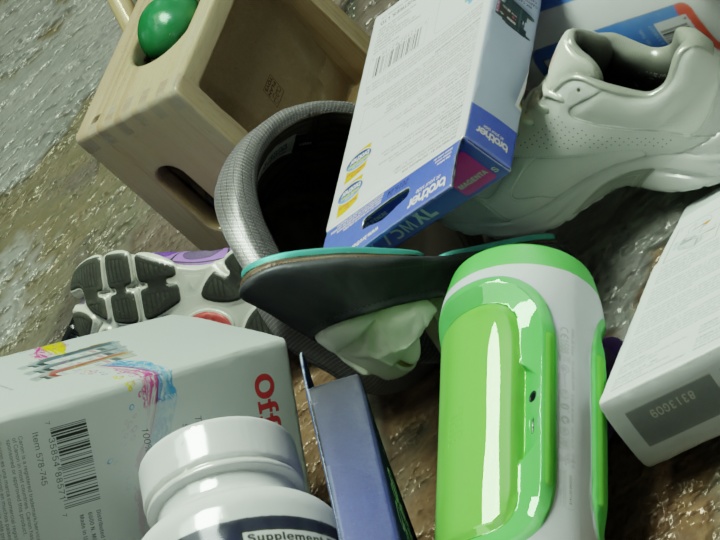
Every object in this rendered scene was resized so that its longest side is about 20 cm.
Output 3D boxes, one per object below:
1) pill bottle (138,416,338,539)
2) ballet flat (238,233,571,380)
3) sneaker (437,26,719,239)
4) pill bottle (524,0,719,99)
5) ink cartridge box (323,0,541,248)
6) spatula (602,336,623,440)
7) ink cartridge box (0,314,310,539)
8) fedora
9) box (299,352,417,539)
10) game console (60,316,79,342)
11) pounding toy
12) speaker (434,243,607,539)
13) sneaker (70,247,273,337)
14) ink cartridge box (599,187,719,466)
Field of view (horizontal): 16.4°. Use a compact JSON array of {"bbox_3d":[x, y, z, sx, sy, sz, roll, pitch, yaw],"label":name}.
[{"bbox_3d":[-0.051,0.175,1.212,0.111,0.111,0.200,-34,51,25],"label":"pill bottle"},{"bbox_3d":[0.033,0.020,1.301,0.073,0.200,0.073,10,102,57],"label":"ballet flat"},{"bbox_3d":[0.114,-0.084,1.348,0.200,0.099,0.078,-17,31,23],"label":"sneaker"},{"bbox_3d":[0.145,-0.154,1.418,0.200,0.112,0.112,-14,43,47],"label":"pill bottle"},{"bbox_3d":[0.040,-0.087,1.352,0.119,0.042,0.200,-34,31,42],"label":"ink cartridge box"},{"bbox_3d":[0.072,0.115,1.272,0.200,0.021,0.057,-46,31,5],"label":"spatula"},{"bbox_3d":[-0.144,0.119,1.357,0.200,0.146,0.145,-14,12,-28],"label":"ink cartridge box"},{"bbox_3d":[0.000,0.000,1.414,0.177,0.200,0.090,-21,-29,-34],"label":"fedora"},{"bbox_3d":[0.011,0.138,1.197,0.032,0.121,0.200,-17,40,1],"label":"box"},{"bbox_3d":[-0.164,0.127,1.592,0.200,0.118,0.171,-69,2,-45],"label":"game console"},{"bbox_3d":[-0.101,-0.126,1.644,0.142,0.200,0.184,-22,36,41],"label":"pounding toy"},{"bbox_3d":[0.077,0.088,1.202,0.088,0.088,0.200,-27,45,35],"label":"speaker"},{"bbox_3d":[-0.092,0.020,1.565,0.200,0.081,0.083,-4,6,29],"label":"sneaker"},{"bbox_3d":[0.211,-0.002,1.220,0.160,0.047,0.200,-30,16,33],"label":"ink cartridge box"}]
